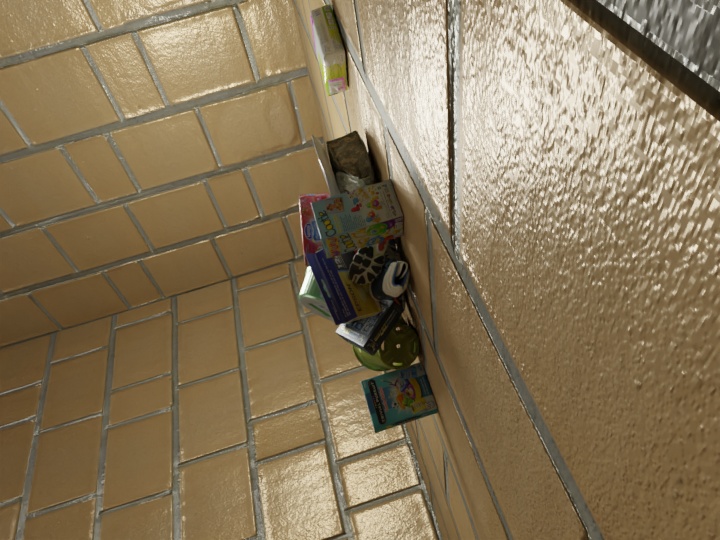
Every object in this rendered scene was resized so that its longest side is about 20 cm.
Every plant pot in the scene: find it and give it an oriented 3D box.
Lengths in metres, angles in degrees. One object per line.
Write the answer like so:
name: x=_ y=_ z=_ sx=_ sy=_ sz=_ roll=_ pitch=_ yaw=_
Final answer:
plant pot: x=0.088 y=0.219 z=1.617 sx=0.184 sy=0.197 sz=0.204 roll=-179 pitch=72 yaw=-75

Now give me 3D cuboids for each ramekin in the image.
ramekin: x=-0.086 y=0.075 z=1.570 sx=0.201 sy=0.196 sz=0.099 roll=82 pitch=-150 yaw=-67

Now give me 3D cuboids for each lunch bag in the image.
lunch bag: x=-0.011 y=-0.254 z=1.494 sx=0.165 sy=0.116 sz=0.202 roll=74 pitch=173 yaw=-52

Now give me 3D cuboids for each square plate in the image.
square plate: x=-0.086 y=-0.255 z=1.525 sx=0.202 sy=0.028 sz=0.200 roll=72 pitch=179 yaw=-46

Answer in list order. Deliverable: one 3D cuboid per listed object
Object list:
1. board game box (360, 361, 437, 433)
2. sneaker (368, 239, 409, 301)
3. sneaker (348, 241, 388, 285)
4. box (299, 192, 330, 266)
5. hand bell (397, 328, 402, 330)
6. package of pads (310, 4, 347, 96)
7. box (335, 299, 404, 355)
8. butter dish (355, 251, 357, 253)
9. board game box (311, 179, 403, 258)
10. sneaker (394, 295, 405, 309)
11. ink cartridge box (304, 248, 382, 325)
board game box: x=0.115 y=0.380 z=1.611 sx=0.047 sy=0.196 sz=0.153 roll=78 pitch=174 yaw=-58
sneaker: x=0.089 y=-0.022 z=1.406 sx=0.146 sy=0.079 sz=0.204 roll=-24 pitch=51 yaw=57
sneaker: x=0.033 y=-0.057 z=1.392 sx=0.203 sy=0.080 sz=0.083 roll=-63 pitch=9 yaw=-1
box: x=-0.129 y=-0.124 z=1.593 sx=0.100 sy=0.093 sz=0.205 roll=-115 pitch=21 yaw=-76
hand bell: x=0.112 y=0.144 z=1.772 sx=0.202 sy=0.103 sz=0.104 roll=59 pitch=172 yaw=19
package of pads: x=-0.086 y=-0.605 z=1.498 sx=0.200 sy=0.067 sz=0.157 roll=85 pitch=169 yaw=-76
box: x=0.024 y=0.149 z=1.566 sx=0.051 sy=0.159 sz=0.199 roll=41 pitch=167 yaw=-23
butter dish: x=0.019 y=-0.078 z=1.704 sx=0.197 sy=0.149 sz=0.201 roll=27 pitch=-160 yaw=-23
board game box: x=-0.006 y=-0.121 z=1.280 sx=0.103 sy=0.196 sz=0.107 roll=81 pitch=172 yaw=-66
sneaker: x=0.065 y=0.038 z=1.591 sx=0.078 sy=0.110 sz=0.204 roll=-120 pitch=15 yaw=-77
ink cartridge box: x=-0.039 y=0.033 z=1.395 sx=0.199 sy=0.047 sz=0.201 roll=-3 pitch=-114 yaw=-64
